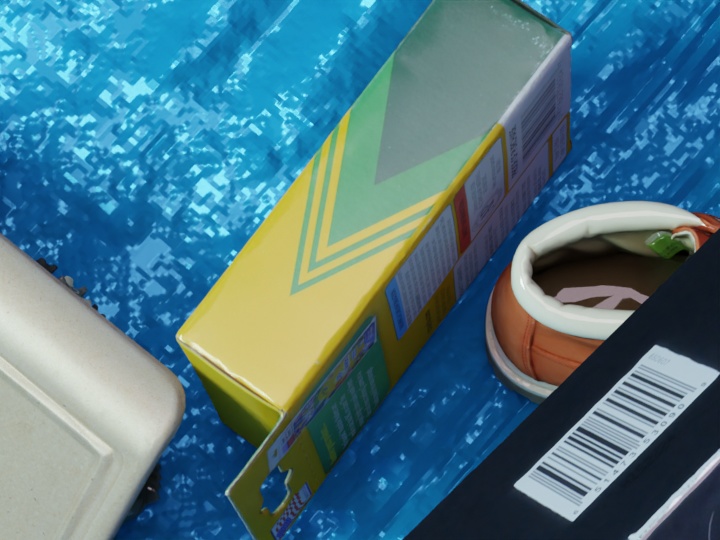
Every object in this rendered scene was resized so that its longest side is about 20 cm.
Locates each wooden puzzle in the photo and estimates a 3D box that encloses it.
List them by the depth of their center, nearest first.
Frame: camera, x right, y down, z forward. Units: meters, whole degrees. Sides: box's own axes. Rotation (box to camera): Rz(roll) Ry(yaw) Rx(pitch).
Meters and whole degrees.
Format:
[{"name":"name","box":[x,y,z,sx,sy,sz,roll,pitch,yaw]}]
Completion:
[{"name":"wooden puzzle","box":[-0.173,0.068,0.977,0.185,0.037,0.200,38,114,13]}]

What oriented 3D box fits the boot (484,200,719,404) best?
[{"name":"boot","box":[0.145,0.017,0.968,0.199,0.107,0.075,1,71,2]}]

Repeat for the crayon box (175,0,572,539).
[{"name":"crayon box","box":[0.000,0.000,0.971,0.051,0.126,0.200,34,79,13]}]

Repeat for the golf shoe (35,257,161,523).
[{"name":"golf shoe","box":[-0.153,0.025,1.014,0.088,0.077,0.200,-43,77,19]}]

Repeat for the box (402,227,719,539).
[{"name":"box","box":[0.137,0.124,0.884,0.200,0.124,0.197,-43,110,-8]}]
